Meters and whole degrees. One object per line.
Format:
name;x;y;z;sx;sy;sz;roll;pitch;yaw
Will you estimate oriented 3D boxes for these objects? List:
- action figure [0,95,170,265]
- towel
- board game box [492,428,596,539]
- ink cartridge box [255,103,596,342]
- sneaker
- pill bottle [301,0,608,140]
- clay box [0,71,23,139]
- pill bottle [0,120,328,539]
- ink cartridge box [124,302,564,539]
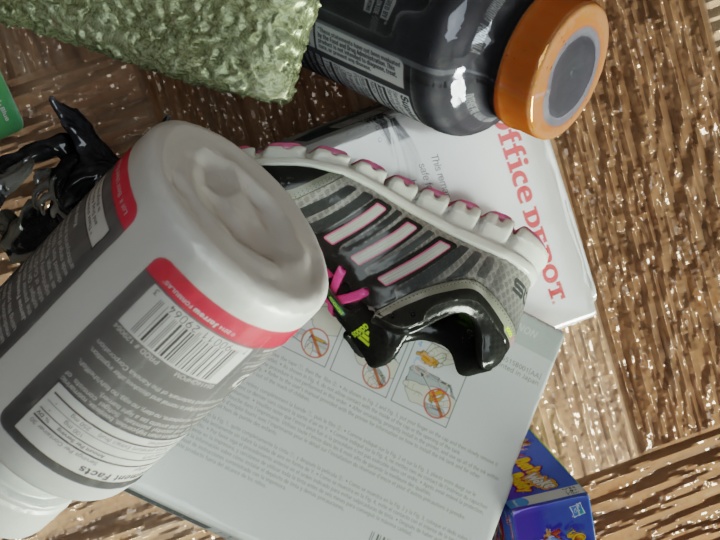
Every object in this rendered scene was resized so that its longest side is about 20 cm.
action figure;-0.175;-0.007;0.807;0.199;0.102;0.119;-27;112;26
towel;-0.105;-0.173;0.759;0.198;0.036;0.150;20;99;10
board game box;0.109;0.208;0.899;0.044;0.134;0.203;-12;102;-6
ink cartridge box;0.015;-0.015;0.872;0.198;0.084;0.147;-20;102;-3
sneaker;0.000;0.000;0.776;0.198;0.074;0.089;17;69;-18
pill bottle;0.027;-0.136;0.793;0.199;0.106;0.107;28;97;28
clay box;-0.291;-0.084;0.819;0.198;0.048;0.116;-23;103;7
pill bottle;-0.117;0.035;0.716;0.111;0.111;0.200;42;113;-13
ink cartridge box;-0.010;0.072;0.822;0.198;0.044;0.175;27;73;-11
